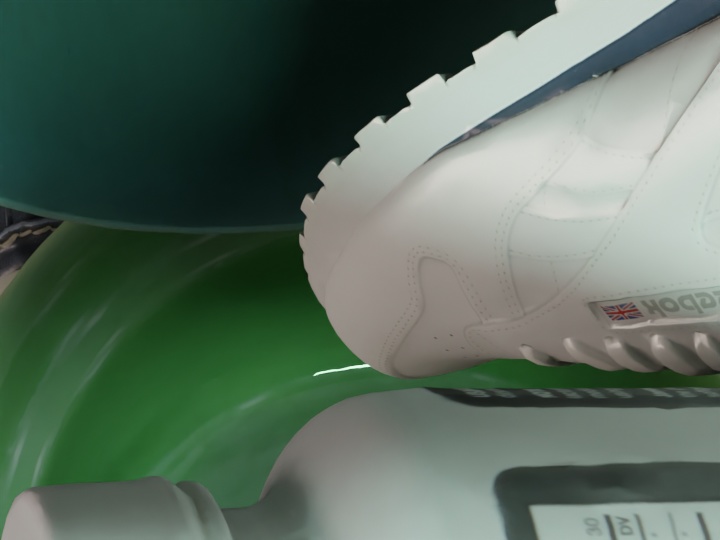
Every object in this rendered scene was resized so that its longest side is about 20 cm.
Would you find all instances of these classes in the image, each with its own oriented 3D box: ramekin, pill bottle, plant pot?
[{"bbox_3d":[0.010,0.071,0.644,0.098,0.199,0.201,90,159,-61],"label":"ramekin"},{"bbox_3d":[0.042,0.074,0.494,0.111,0.199,0.111,180,90,-74],"label":"pill bottle"},{"bbox_3d":[-0.013,-0.124,0.575,0.201,0.200,0.162,110,154,-62],"label":"plant pot"}]

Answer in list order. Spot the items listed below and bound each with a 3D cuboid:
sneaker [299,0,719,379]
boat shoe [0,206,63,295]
[{"bbox_3d":[0.061,-0.011,0.536,0.200,0.076,0.081,-34,78,50],"label":"sneaker"},{"bbox_3d":[-0.063,0.043,0.815,0.200,0.075,0.062,63,-165,-51],"label":"boat shoe"}]
